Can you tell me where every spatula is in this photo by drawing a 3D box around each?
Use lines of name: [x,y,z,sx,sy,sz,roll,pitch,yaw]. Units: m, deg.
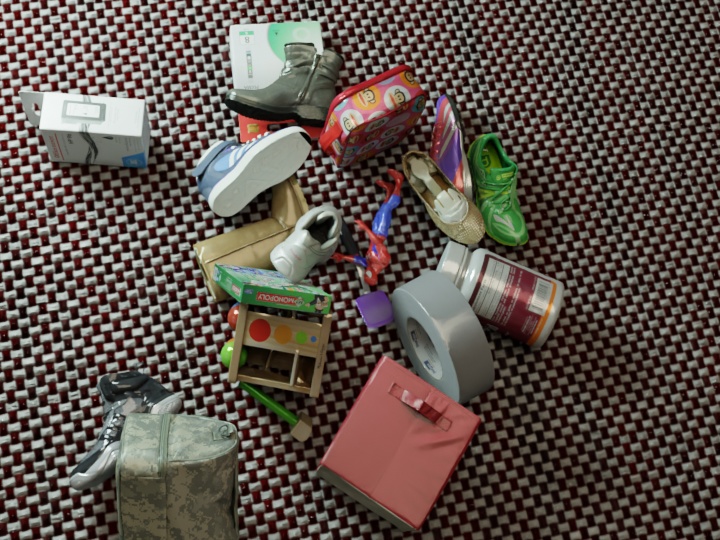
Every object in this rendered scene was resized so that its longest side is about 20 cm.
spatula: [0.000,0.000,1.653,0.056,0.021,0.203,-17,74,-19]

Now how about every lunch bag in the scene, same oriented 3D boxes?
lunch bag: [-0.251,0.306,1.421,0.164,0.140,0.204,2,116,-6]
lunch bag: [0.008,-0.239,1.642,0.174,0.200,0.083,-28,81,-17]

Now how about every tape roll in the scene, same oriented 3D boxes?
tape roll: [0.123,0.105,1.541,0.065,0.201,0.203,-25,76,-15]

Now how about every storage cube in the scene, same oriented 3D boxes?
storage cube: [0.049,0.257,1.484,0.169,0.200,0.181,32,76,3]

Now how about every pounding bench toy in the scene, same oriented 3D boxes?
pounding bench toy: [-0.134,0.145,1.527,0.153,0.124,0.205,10,92,-4]

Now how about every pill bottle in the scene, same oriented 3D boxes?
pill bottle: [0.216,0.036,1.623,0.197,0.114,0.116,23,70,0]

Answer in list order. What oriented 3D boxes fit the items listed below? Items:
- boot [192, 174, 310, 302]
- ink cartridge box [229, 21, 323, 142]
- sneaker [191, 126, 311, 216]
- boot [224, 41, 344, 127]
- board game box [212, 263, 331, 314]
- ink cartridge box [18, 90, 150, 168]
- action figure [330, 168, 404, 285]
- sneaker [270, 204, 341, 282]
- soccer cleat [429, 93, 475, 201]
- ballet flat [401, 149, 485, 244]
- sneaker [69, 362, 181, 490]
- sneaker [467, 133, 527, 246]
boot: [-0.176,-0.068,1.629,0.197,0.066,0.178,-23,76,-14]
ink cartridge box: [-0.137,-0.325,1.731,0.157,0.050,0.204,-5,70,-10]
sneaker: [-0.182,-0.189,1.629,0.199,0.081,0.147,-38,43,6]
boot: [-0.127,-0.317,1.694,0.196,0.068,0.134,6,82,-17]
board game box: [-0.135,0.025,1.502,0.132,0.200,0.030,9,95,-20]
ink cartridge box: [-0.440,-0.223,1.616,0.195,0.116,0.069,4,69,-6]
action figure: [0.010,-0.074,1.641,0.097,0.065,0.204,18,61,-19]
sneaker: [-0.058,-0.057,1.542,0.078,0.099,0.201,44,30,-7]
soccer cleat: [0.144,-0.206,1.724,0.072,0.068,0.204,-10,72,2]
ballet flat: [0.126,-0.122,1.643,0.070,0.065,0.200,-44,61,4]
sneaker: [-0.369,0.226,1.499,0.114,0.076,0.199,45,66,9]
sneaker: [0.229,-0.136,1.699,0.073,0.084,0.204,-15,75,-13]
